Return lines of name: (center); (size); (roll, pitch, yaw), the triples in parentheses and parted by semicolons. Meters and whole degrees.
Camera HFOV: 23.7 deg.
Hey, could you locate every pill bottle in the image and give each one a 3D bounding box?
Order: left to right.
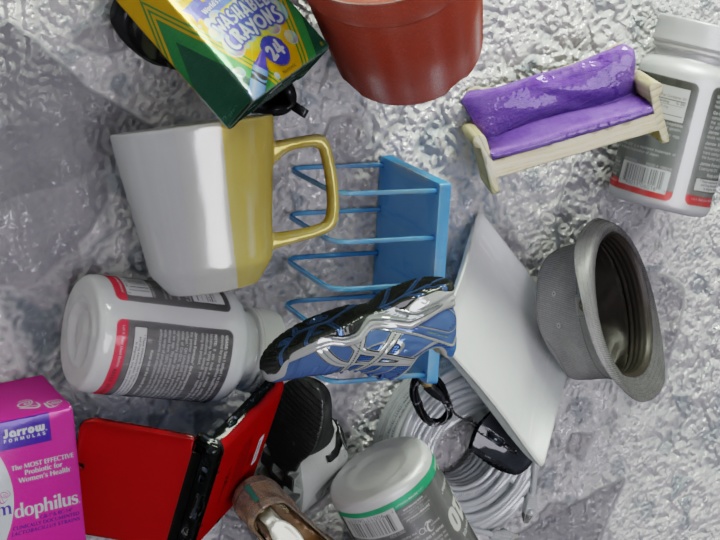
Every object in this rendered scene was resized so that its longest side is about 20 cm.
pill bottle: (-0.175, 0.068, 1.629); (0.199, 0.111, 0.111); (8, 101, -29)
pill bottle: (0.059, 0.279, 1.742); (0.113, 0.113, 0.201); (-34, 113, -16)
pill bottle: (0.343, -0.167, 1.839); (0.113, 0.114, 0.201); (8, 100, -30)

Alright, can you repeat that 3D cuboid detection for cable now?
cable: (0.108, 0.188, 1.842); (0.199, 0.069, 0.201); (9, 99, -30)

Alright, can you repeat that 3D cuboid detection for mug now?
mug: (-0.128, -0.060, 1.561); (0.149, 0.186, 0.154); (-20, 104, -65)

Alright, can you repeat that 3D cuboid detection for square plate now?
square plate: (0.149, 0.072, 1.793); (0.198, 0.028, 0.200); (50, 38, -25)

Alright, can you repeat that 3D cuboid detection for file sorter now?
file sorter: (0.000, 0.000, 1.691); (0.122, 0.139, 0.201); (-4, 106, -23)

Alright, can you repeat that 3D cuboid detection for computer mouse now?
computer mouse: (0.120, 0.159, 1.767); (0.200, 0.034, 0.059); (34, 88, -38)

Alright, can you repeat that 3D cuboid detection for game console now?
game console: (-0.181, 0.177, 1.651); (0.172, 0.118, 0.200); (-46, 165, -38)

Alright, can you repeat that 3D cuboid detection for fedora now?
fedora: (0.249, 0.049, 1.839); (0.177, 0.090, 0.201); (-20, 96, -57)

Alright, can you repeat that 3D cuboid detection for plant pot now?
plant pot: (0.031, -0.267, 1.578); (0.201, 0.201, 0.196); (-40, 153, -13)

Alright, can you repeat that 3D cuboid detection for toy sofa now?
toy sofa: (0.205, -0.156, 1.747); (0.199, 0.083, 0.098); (-16, 106, 0)

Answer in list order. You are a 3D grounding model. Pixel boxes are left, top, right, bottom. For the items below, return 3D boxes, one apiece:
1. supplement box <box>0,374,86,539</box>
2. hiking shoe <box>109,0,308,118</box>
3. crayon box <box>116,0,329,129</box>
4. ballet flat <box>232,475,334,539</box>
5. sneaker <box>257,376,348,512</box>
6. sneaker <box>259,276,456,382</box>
supplement box: (-0.320, 0.212, 1.599); (0.101, 0.103, 0.201); (-11, 108, -24)
hiking shoe: (-0.134, -0.203, 1.578); (0.199, 0.101, 0.076); (26, 91, -31)
crayon box: (-0.136, -0.236, 1.515); (0.200, 0.052, 0.126); (48, 44, 0)
ballet flat: (-0.055, 0.285, 1.706); (0.068, 0.067, 0.200); (-46, 117, -5)
sneaker: (-0.049, 0.168, 1.729); (0.088, 0.074, 0.201); (-26, 148, -34)
sneaker: (0.004, 0.071, 1.595); (0.199, 0.076, 0.077); (-18, 106, -12)
